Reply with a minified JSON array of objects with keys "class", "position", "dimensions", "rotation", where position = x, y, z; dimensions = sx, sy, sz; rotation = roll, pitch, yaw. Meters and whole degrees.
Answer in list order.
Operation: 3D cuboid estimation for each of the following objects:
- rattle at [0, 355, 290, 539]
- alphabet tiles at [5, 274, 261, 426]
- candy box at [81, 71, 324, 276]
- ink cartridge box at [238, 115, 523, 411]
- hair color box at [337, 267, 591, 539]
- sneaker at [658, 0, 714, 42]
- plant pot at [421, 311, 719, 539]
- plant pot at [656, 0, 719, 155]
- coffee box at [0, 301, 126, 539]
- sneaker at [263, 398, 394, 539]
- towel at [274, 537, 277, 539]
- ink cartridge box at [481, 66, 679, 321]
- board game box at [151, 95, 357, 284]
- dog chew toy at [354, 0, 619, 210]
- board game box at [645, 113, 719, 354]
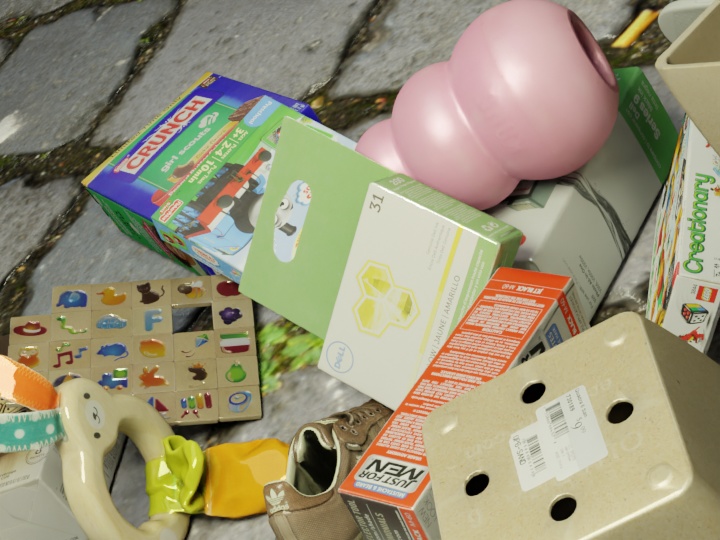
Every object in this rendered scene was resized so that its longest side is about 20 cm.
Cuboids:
[{"class":"rattle","position":[-0.154,0.120,1.293],"dimensions":[0.142,0.201,0.131],"rotation":[-5,42,40]},{"class":"alphabet tiles","position":[-0.182,0.066,1.471],"dimensions":[0.198,0.008,0.168],"rotation":[-4,42,-4]},{"class":"candy box","position":[-0.135,-0.089,1.672],"dimensions":[0.169,0.077,0.199],"rotation":[-44,32,-15]},{"class":"ink cartridge box","position":[0.000,0.000,1.261],"dimensions":[0.199,0.147,0.048],"rotation":[27,25,22]},{"class":"hair color box","position":[0.079,0.107,1.150],"dimensions":[0.063,0.111,0.200],"rotation":[9,48,40]},{"class":"sneaker","position":[0.324,-0.222,1.404],"dimensions":[0.199,0.071,0.100],"rotation":[5,54,53]},{"class":"plant pot","position":[0.137,0.146,0.981],"dimensions":[0.199,0.177,0.201],"rotation":[-29,36,15]},{"class":"plant pot","position":[0.334,-0.107,1.108],"dimensions":[0.200,0.178,0.199],"rotation":[-44,29,-28]},{"class":"coffee box","position":[-0.256,0.132,1.491],"dimensions":[0.112,0.080,0.201],"rotation":[-20,35,24]},{"class":"sneaker","position":[-0.004,0.120,1.234],"dimensions":[0.070,0.076,0.200],"rotation":[-19,21,29]},{"class":"towel","position":[-0.006,0.222,1.187],"dimensions":[0.146,0.022,0.201],"rotation":[-22,34,21]},{"class":"ink cartridge box","position":[0.127,-0.048,1.353],"dimensions":[0.145,0.084,0.201],"rotation":[-2,45,42]},{"class":"board game box","position":[-0.050,-0.047,1.505],"dimensions":[0.199,0.037,0.151],"rotation":[29,67,31]},{"class":"dog chew toy","position":[0.078,-0.099,1.279],"dimensions":[0.199,0.125,0.125],"rotation":[-31,31,19]},{"class":"board game box","position":[0.213,-0.016,1.195],"dimensions":[0.034,0.127,0.201],"rotation":[11,44,4]}]
